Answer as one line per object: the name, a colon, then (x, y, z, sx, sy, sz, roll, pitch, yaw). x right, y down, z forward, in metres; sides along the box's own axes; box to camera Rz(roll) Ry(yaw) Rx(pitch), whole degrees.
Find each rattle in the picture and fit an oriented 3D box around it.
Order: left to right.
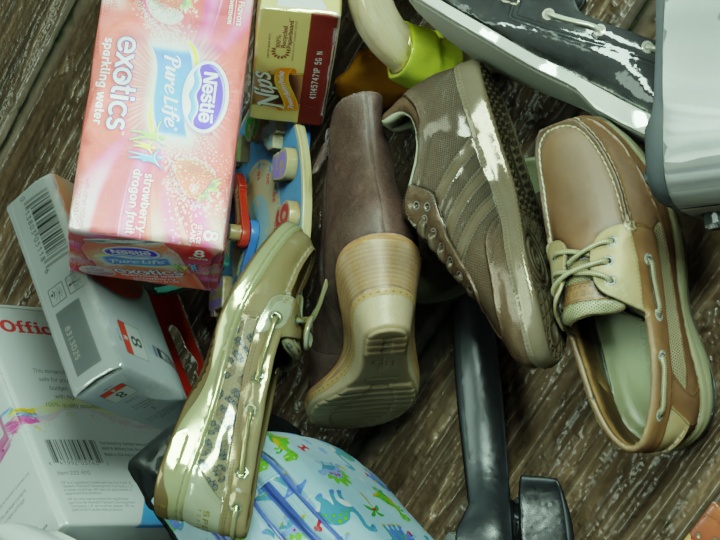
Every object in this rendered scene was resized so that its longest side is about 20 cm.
rattle: (0.028, -0.216, 1.211, 0.143, 0.129, 0.202, -172, 65, -80)

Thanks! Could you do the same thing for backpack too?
backpack: (-0.031, 0.183, 1.183, 0.153, 0.163, 0.201, -35, 61, 16)

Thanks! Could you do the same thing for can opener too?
can opener: (0.081, 0.115, 1.160, 0.063, 0.078, 0.202, 106, 156, -68)

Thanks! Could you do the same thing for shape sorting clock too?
shape sorting clock: (-0.073, -0.024, 1.292, 0.200, 0.039, 0.202, -175, 90, -73)

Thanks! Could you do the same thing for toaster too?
toaster: (0.228, -0.122, 0.993, 0.128, 0.113, 0.202, -1, 84, 29)

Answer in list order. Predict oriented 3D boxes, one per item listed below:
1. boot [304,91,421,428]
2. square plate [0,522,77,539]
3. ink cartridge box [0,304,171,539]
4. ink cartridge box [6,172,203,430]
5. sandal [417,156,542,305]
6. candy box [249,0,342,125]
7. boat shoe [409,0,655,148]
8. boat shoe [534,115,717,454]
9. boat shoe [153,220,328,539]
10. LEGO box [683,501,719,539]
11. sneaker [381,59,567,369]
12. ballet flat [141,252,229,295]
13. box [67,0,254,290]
boot: (0.000, 0.000, 1.205, 0.200, 0.072, 0.168, 111, 156, -61)
square plate: (-0.128, 0.230, 1.242, 0.197, 0.200, 0.029, 16, 73, 39)
ink cartridge box: (-0.217, 0.129, 1.376, 0.085, 0.144, 0.201, -47, 55, 30)
ink cartridge box: (-0.149, 0.035, 1.297, 0.050, 0.200, 0.163, -35, 60, 19)
sandal: (0.075, -0.035, 1.172, 0.200, 0.057, 0.081, -23, 68, 46)
candy box: (-0.039, -0.212, 1.235, 0.116, 0.055, 0.201, 103, 172, -57)
boat shoe: (0.121, -0.136, 1.103, 0.199, 0.074, 0.061, 30, 89, 19)
boat shoe: (0.146, 0.010, 1.058, 0.075, 0.074, 0.201, -23, 85, 37)
boat shoe: (-0.063, 0.067, 1.137, 0.062, 0.073, 0.201, 19, 74, 10)
LEGO box: (0.200, 0.249, 1.002, 0.149, 0.077, 0.201, 50, 118, 37)
sneaker: (0.067, -0.026, 1.104, 0.075, 0.070, 0.201, -21, 63, 19)
ballet flat: (-0.138, -0.051, 1.314, 0.068, 0.068, 0.201, -29, 32, 12)
box: (-0.126, -0.099, 1.197, 0.095, 0.102, 0.202, 118, 160, -72)
